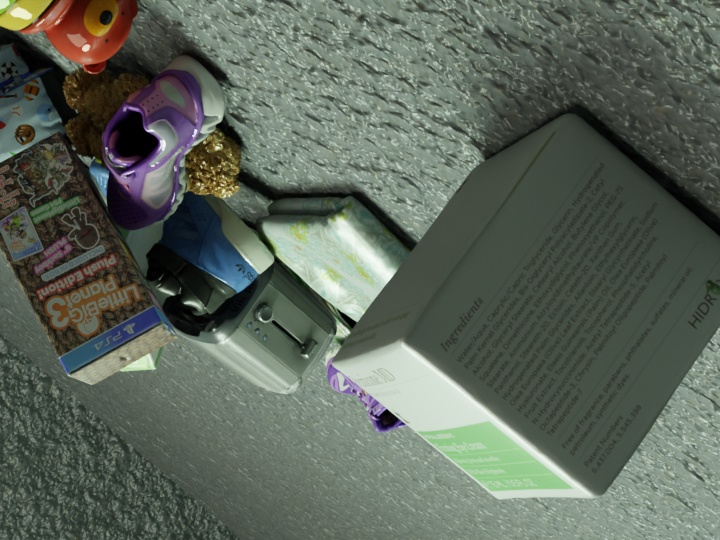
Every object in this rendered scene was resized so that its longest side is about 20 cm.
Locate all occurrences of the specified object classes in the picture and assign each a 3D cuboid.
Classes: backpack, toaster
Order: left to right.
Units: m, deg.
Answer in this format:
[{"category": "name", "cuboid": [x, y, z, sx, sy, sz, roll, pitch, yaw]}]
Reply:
[{"category": "backpack", "cuboid": [-0.398, -0.139, 1.864, 0.154, 0.190, 0.200, 54, 162, -6]}, {"category": "toaster", "cuboid": [-0.116, 0.051, 1.874, 0.129, 0.114, 0.200, 41, 166, -28]}]

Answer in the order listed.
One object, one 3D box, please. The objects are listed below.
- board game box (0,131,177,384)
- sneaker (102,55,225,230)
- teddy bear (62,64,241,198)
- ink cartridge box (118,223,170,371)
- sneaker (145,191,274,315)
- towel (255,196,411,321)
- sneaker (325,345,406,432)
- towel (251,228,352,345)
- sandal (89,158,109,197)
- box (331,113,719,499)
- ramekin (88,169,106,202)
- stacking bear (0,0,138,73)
[{"category": "board game box", "cuboid": [-0.263, -0.007, 1.664, 0.201, 0.097, 0.159, 61, 176, 6]}, {"category": "sneaker", "cuboid": [-0.194, -0.102, 1.580, 0.080, 0.088, 0.200, 45, 138, 11]}, {"category": "teddy bear", "cuboid": [-0.207, -0.119, 1.688, 0.200, 0.067, 0.145, 38, 131, 16]}, {"category": "ink cartridge box", "cuboid": [-0.239, -0.016, 1.869, 0.048, 0.146, 0.201, -3, 131, 15]}, {"category": "sneaker", "cuboid": [-0.184, -0.041, 1.768, 0.200, 0.111, 0.077, 47, 178, 25]}, {"category": "towel", "cuboid": [0.000, 0.000, 1.683, 0.171, 0.048, 0.200, 42, 163, -21]}, {"category": "sneaker", "cuboid": [0.018, 0.129, 1.918, 0.080, 0.084, 0.200, 23, 171, -29]}, {"category": "towel", "cuboid": [-0.084, 0.010, 1.945, 0.152, 0.023, 0.200, 23, 161, 41]}, {"category": "sandal", "cuboid": [-0.239, -0.052, 1.973, 0.079, 0.087, 0.200, 25, 159, 42]}, {"category": "box", "cuboid": [0.119, 0.032, 1.234, 0.171, 0.200, 0.199, 40, 165, -7]}, {"category": "ramekin", "cuboid": [-0.378, -0.077, 2.161, 0.200, 0.105, 0.200, 33, 165, 10]}, {"category": "stacking bear", "cuboid": [-0.270, -0.242, 1.456, 0.200, 0.122, 0.114, 36, 164, -29]}]
